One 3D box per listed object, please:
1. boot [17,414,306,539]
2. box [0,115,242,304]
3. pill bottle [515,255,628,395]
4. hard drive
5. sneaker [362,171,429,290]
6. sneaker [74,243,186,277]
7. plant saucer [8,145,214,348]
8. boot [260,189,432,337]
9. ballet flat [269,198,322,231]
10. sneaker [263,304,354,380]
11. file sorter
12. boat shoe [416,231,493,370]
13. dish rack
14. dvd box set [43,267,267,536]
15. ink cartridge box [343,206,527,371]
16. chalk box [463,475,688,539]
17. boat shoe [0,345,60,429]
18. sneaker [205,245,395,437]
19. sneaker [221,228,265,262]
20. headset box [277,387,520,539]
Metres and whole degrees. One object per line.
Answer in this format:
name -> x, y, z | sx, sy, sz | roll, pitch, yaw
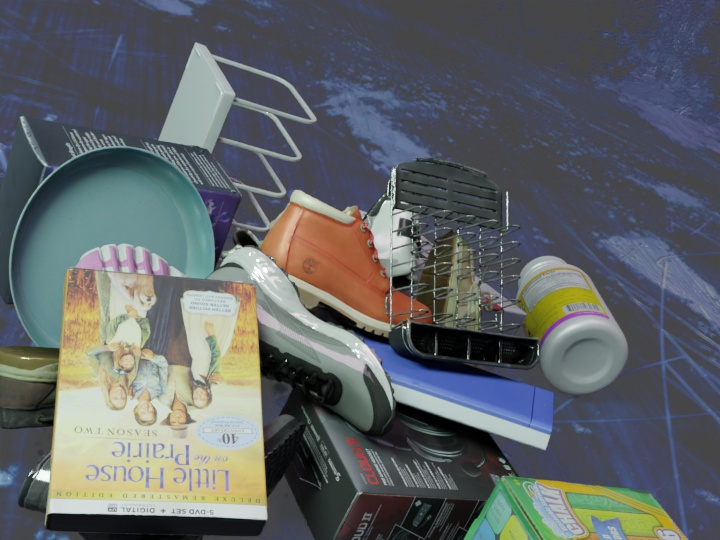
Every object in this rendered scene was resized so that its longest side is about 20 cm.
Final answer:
boot -> -0.141, 0.137, 0.810 | 0.131, 0.070, 0.200 | 33, 37, 20
box -> -0.238, -0.046, 1.045 | 0.199, 0.148, 0.104 | 5, 29, -34
pill bottle -> 0.250, 0.059, 1.341 | 0.104, 0.105, 0.200 | 18, 24, -14
hard drive -> 0.074, 0.103, 0.983 | 0.199, 0.025, 0.132 | 18, 10, 8
sneaker -> 0.032, -0.024, 1.142 | 0.088, 0.074, 0.200 | 38, 58, -2
sneaker -> -0.167, 0.044, 0.931 | 0.200, 0.088, 0.081 | 22, 44, -42
plant saucer -> -0.216, -0.008, 0.952 | 0.200, 0.201, 0.027 | 1, 7, -42
boot -> 0.000, 0.000, 1.027 | 0.200, 0.108, 0.075 | 25, -5, -28
ballet flat -> -0.058, -0.051, 1.262 | 0.067, 0.062, 0.200 | 32, 5, 1
sneaker -> -0.022, 0.075, 1.091 | 0.090, 0.067, 0.200 | 26, 20, 18
file sorter -> -0.150, -0.123, 1.226 | 0.124, 0.201, 0.139 | 12, 26, -30
boat shoe -> 0.095, 0.063, 1.095 | 0.062, 0.201, 0.073 | 6, -4, -21
dish rack -> 0.093, -0.009, 1.026 | 0.153, 0.201, 0.054 | 10, -16, -32
dvd box set -> -0.143, 0.089, 0.776 | 0.146, 0.029, 0.201 | 6, 50, -15
ink cartridge box -> 0.066, 0.021, 1.236 | 0.200, 0.083, 0.146 | 39, 14, 30
chalk box -> 0.149, 0.243, 0.831 | 0.199, 0.124, 0.125 | 11, 26, -28
boat shoe -> -0.214, 0.100, 0.865 | 0.072, 0.066, 0.201 | 13, -3, 27
sneaker -> -0.055, 0.069, 0.887 | 0.200, 0.074, 0.079 | 39, 50, 14
sneaker -> -0.095, -0.005, 1.115 | 0.200, 0.077, 0.089 | -52, 120, -80
headset box -> 0.025, 0.170, 0.928 | 0.199, 0.077, 0.149 | 12, 26, -30
